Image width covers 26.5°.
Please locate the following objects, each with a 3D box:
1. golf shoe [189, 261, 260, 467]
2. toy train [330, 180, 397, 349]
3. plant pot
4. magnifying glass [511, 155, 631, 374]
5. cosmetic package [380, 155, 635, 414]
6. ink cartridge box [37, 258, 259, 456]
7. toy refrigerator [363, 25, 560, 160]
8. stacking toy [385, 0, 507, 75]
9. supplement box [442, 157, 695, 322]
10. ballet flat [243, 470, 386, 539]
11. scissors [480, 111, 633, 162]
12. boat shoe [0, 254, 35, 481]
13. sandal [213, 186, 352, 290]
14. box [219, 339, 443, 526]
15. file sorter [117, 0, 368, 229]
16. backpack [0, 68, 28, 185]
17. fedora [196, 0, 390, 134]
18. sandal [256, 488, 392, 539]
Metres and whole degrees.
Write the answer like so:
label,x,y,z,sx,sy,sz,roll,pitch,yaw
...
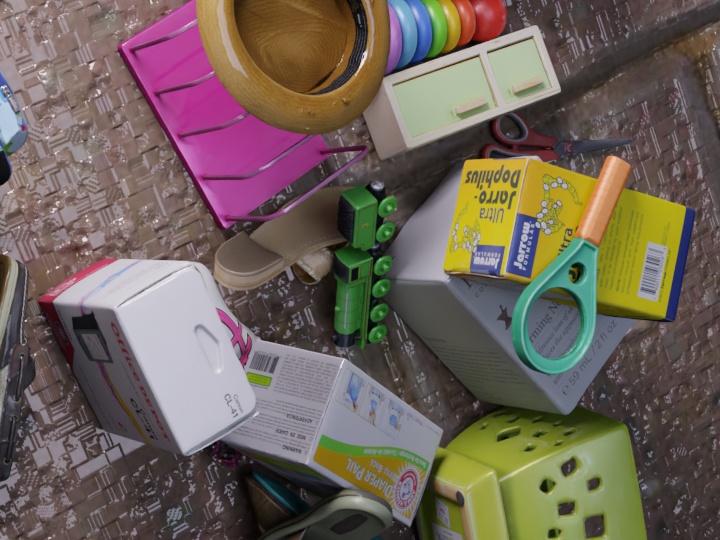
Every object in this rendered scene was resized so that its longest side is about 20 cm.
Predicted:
label,x,y,z,sx,sy,sz,roll,pitch,yaw
golf shoe,-0.130,0.080,1.455,0.092,0.072,0.202,-32,113,-44
toy train,0.000,0.000,1.482,0.056,0.042,0.202,-22,136,-28
plant pot,0.163,0.255,1.550,0.180,0.200,0.201,-13,99,-22
magnifying glass,0.191,-0.005,1.339,0.079,0.022,0.202,28,79,-26
cosmetic package,0.150,0.015,1.547,0.200,0.166,0.168,46,71,-21
ink cartridge box,-0.189,0.072,1.340,0.085,0.199,0.149,-30,105,-24
toy refrigerator,0.103,-0.183,1.563,0.198,0.070,0.077,-22,92,-27
stacking toy,0.066,-0.248,1.550,0.198,0.085,0.086,-16,99,-35
supplement box,0.194,-0.027,1.413,0.198,0.109,0.111,14,86,-28
ballet flat,-0.049,0.271,1.511,0.199,0.068,0.073,33,97,-30
scissors,0.216,-0.127,1.667,0.198,0.014,0.074,9,85,-30
boat shoe,-0.321,0.088,1.348,0.064,0.073,0.202,15,88,-39
sandal,-0.063,-0.015,1.492,0.211,0.077,0.070,-28,141,-40
box,-0.023,0.156,1.445,0.200,0.112,0.102,40,66,-51
file sorter,-0.102,-0.161,1.424,0.139,0.125,0.201,-36,108,-23
backpack,-0.385,-0.137,1.243,0.147,0.182,0.201,-40,107,-46
fedora,-0.068,-0.212,1.326,0.199,0.081,0.203,-1,92,-35
sandal,-0.044,0.266,1.423,0.079,0.201,0.058,21,49,-24
